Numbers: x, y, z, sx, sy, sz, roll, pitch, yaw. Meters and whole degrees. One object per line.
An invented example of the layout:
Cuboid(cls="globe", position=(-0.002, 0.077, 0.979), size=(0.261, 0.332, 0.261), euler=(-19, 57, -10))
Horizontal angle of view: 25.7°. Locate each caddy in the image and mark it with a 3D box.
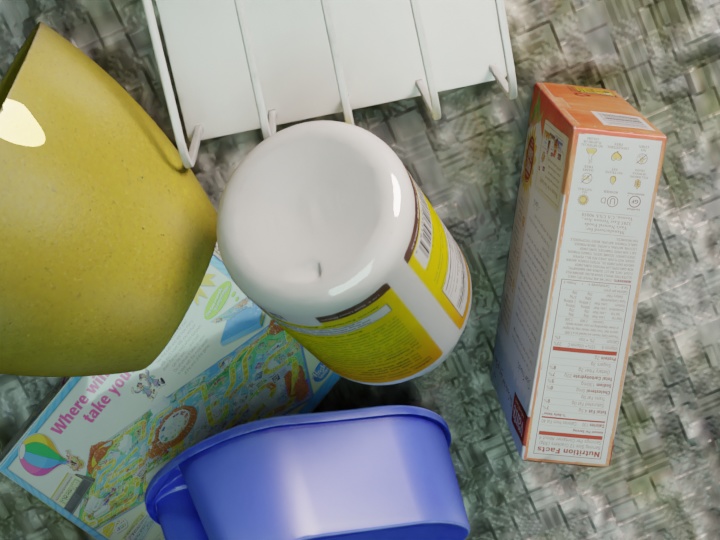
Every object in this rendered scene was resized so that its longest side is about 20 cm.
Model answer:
Cuboid(cls="caddy", position=(-0.031, 0.141, 0.967), size=(0.199, 0.105, 0.141), euler=(-2, 147, -27))

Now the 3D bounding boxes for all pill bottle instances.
Cuboid(cls="pill bottle", position=(0.000, 0.000, 0.901), size=(0.109, 0.200, 0.110), euler=(-6, 69, 15))

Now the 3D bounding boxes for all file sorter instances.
Cuboid(cls="file sorter", position=(-0.018, -0.148, 0.895), size=(0.199, 0.125, 0.139), euler=(-12, 108, 0))

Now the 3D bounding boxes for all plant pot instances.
Cuboid(cls="plant pot", position=(-0.165, -0.018, 0.894), size=(0.142, 0.200, 0.200), euler=(28, 104, -17))

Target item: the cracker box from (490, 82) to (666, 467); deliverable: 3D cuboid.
Cuboid(cls="cracker box", position=(0.126, -0.001, 0.942), size=(0.057, 0.134, 0.201), euler=(6, 107, -5))

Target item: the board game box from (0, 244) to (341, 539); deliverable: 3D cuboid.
Cuboid(cls="board game box", position=(-0.118, 0.086, 1.008), size=(0.134, 0.034, 0.200), euler=(38, 101, -13))
